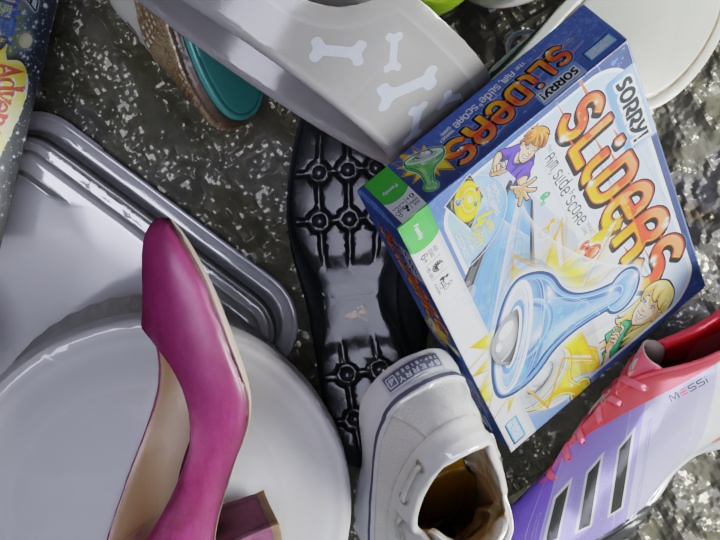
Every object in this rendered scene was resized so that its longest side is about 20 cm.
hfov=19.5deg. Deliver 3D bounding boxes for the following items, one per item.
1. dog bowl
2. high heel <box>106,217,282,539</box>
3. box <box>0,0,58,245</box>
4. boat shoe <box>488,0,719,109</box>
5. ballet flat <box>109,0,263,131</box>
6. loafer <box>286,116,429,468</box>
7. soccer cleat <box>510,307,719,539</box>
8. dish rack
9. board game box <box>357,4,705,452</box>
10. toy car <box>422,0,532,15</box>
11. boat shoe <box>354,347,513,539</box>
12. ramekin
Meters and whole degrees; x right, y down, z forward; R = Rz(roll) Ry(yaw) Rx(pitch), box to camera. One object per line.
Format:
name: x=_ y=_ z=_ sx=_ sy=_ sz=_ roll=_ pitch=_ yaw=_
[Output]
dog bowl: x=-0.038 y=-0.119 z=0.965 sx=0.199 sy=0.200 sz=0.059 roll=34 pitch=87 yaw=1
high heel: x=-0.097 y=0.077 z=0.961 sx=0.095 sy=0.067 sz=0.202 roll=-17 pitch=113 yaw=-11
box: x=-0.222 y=-0.116 z=1.032 sx=0.136 sy=0.038 sz=0.202 roll=10 pitch=96 yaw=-38
boat shoe: x=0.099 y=-0.086 z=1.040 sx=0.200 sy=0.062 sz=0.075 roll=-44 pitch=99 yaw=-14
ballet flat: x=-0.102 y=-0.167 z=1.077 sx=0.065 sy=0.070 sz=0.202 roll=-9 pitch=97 yaw=37
loafer: x=0.000 y=0.000 z=1.080 sx=0.067 sy=0.070 sz=0.203 roll=-5 pitch=94 yaw=5
soccer cleat: x=0.140 y=0.079 z=1.069 sx=0.199 sy=0.068 sz=0.073 roll=-36 pitch=114 yaw=8
dish rack: x=-0.151 y=0.033 z=1.121 sx=0.199 sy=0.044 sz=0.172 roll=36 pitch=102 yaw=-1
board game box: x=0.087 y=-0.014 z=0.996 sx=0.135 sy=0.200 sz=0.034 roll=-40 pitch=52 yaw=-8
toy car: x=0.017 y=-0.221 z=1.004 sx=0.149 sy=0.174 sz=0.202 roll=10 pitch=92 yaw=43
boat shoe: x=0.042 y=0.118 z=1.038 sx=0.070 sy=0.201 sz=0.070 roll=-25 pitch=59 yaw=-15
ramekin: x=-0.106 y=0.105 z=1.059 sx=0.200 sy=0.094 sz=0.204 roll=-2 pitch=108 yaw=-5
